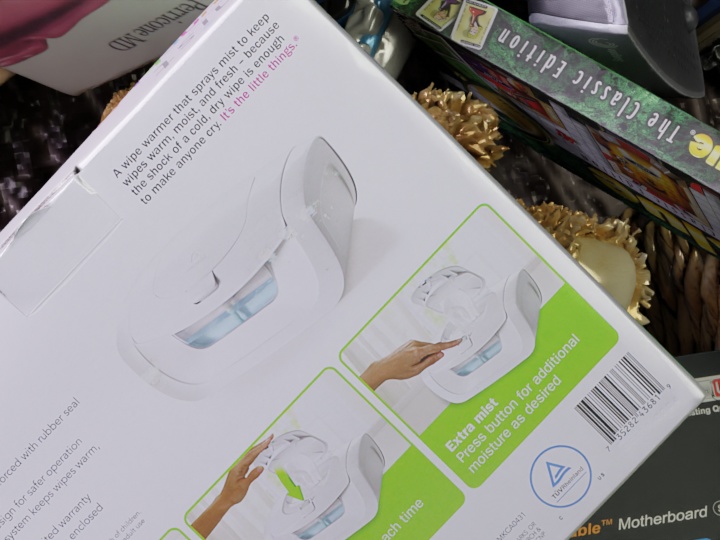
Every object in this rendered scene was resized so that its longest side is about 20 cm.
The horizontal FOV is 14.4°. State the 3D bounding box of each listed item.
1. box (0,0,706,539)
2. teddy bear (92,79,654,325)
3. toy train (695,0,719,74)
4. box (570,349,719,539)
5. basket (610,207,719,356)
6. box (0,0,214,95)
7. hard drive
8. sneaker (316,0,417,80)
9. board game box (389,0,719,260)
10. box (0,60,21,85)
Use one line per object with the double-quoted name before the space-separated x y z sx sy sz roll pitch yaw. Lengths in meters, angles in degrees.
"box" -0.034 0.041 0.830 0.176 0.097 0.200 43 92 -6
"teddy bear" 0.000 0.000 0.961 0.199 0.067 0.146 8 82 13
"toy train" 0.207 -0.122 1.193 0.199 0.034 0.046 -23 83 -38
"box" 0.081 0.115 0.974 0.199 0.046 0.160 -8 75 -1
"basket" 0.219 0.020 1.096 0.199 0.149 0.144 -8 82 -36
"box" -0.134 -0.148 0.886 0.199 0.128 0.110 21 69 -29
"hard drive" 0.089 -0.130 1.044 0.200 0.042 0.136 9 72 -76
"sneaker" 0.028 -0.127 1.054 0.086 0.075 0.201 31 63 -30
"board game box" 0.106 -0.034 0.974 0.024 0.199 0.105 -56 154 -3
"box" -0.154 -0.140 0.962 0.200 0.021 0.164 -42 103 -34
